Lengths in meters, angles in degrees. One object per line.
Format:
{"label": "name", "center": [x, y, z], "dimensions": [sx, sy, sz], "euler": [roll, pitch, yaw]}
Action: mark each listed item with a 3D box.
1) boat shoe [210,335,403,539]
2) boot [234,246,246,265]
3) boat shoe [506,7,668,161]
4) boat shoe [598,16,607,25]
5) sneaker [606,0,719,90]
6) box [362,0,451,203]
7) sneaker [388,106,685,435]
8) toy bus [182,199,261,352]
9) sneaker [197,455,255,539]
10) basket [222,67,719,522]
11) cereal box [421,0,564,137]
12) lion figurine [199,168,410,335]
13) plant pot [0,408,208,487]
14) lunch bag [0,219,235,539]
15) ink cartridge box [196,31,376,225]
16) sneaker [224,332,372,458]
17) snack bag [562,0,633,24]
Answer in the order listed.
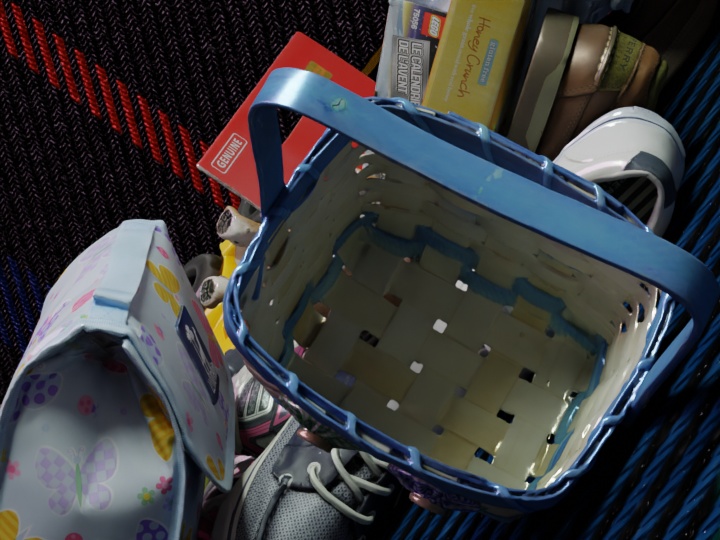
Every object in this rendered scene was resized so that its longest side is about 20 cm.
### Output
{"label": "boat shoe", "center": [-0.006, 0.098, 1.109], "dimensions": [0.093, 0.075, 0.201], "euler": [-36, 21, 45]}
{"label": "boot", "center": [-0.006, 0.022, 1.352], "dimensions": [0.199, 0.075, 0.108], "euler": [-9, -78, -50]}
{"label": "boat shoe", "center": [0.099, -0.039, 1.079], "dimensions": [0.201, 0.067, 0.072], "euler": [104, -175, -54]}
{"label": "boat shoe", "center": [0.099, -0.065, 1.259], "dimensions": [0.072, 0.071, 0.201], "euler": [81, -156, -55]}
{"label": "sneaker", "center": [0.165, -0.171, 1.209], "dimensions": [0.201, 0.075, 0.070], "euler": [-57, 7, -24]}
{"label": "box", "center": [0.054, -0.135, 1.221], "dimensions": [0.200, 0.040, 0.138], "euler": [-60, -17, -50]}
{"label": "sneaker", "center": [0.071, 0.007, 1.005], "dimensions": [0.200, 0.073, 0.071], "euler": [-52, 4, 22]}
{"label": "toy bus", "center": [-0.040, 0.042, 1.442], "dimensions": [0.200, 0.135, 0.192], "euler": [-50, 21, 13]}
{"label": "sneaker", "center": [-0.056, 0.136, 1.264], "dimensions": [0.088, 0.073, 0.200], "euler": [-59, 6, -25]}
{"label": "basket", "center": [0.039, 0.010, 0.825], "dimensions": [0.140, 0.175, 0.200], "euler": [-58, -11, -26]}
{"label": "cereal box", "center": [0.072, -0.119, 1.109], "dimensions": [0.200, 0.039, 0.145], "euler": [-44, -30, -75]}
{"label": "lion figurine", "center": [0.000, 0.000, 1.115], "dimensions": [0.199, 0.122, 0.073], "euler": [-1, 75, 56]}
{"label": "plant pot", "center": [-0.189, 0.216, 1.421], "dimensions": [0.201, 0.199, 0.185], "euler": [-49, 20, 40]}
{"label": "lunch bag", "center": [-0.127, 0.090, 1.113], "dimensions": [0.170, 0.126, 0.202], "euler": [-95, 14, -73]}
{"label": "ink cartridge box", "center": [0.014, -0.067, 1.293], "dimensions": [0.045, 0.176, 0.200], "euler": [-51, 6, 33]}
{"label": "sneaker", "center": [-0.002, 0.056, 1.254], "dimensions": [0.074, 0.081, 0.200], "euler": [11, 34, 38]}
{"label": "snack bag", "center": [0.136, -0.205, 1.198], "dimensions": [0.201, 0.021, 0.190], "euler": [113, 165, -45]}
